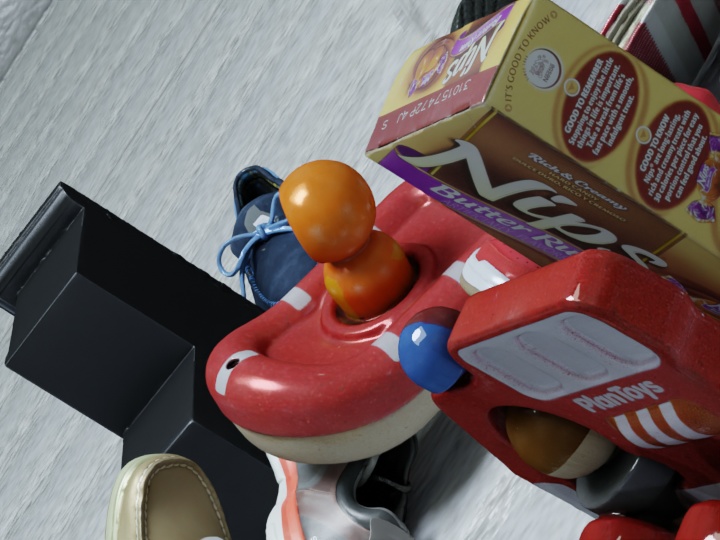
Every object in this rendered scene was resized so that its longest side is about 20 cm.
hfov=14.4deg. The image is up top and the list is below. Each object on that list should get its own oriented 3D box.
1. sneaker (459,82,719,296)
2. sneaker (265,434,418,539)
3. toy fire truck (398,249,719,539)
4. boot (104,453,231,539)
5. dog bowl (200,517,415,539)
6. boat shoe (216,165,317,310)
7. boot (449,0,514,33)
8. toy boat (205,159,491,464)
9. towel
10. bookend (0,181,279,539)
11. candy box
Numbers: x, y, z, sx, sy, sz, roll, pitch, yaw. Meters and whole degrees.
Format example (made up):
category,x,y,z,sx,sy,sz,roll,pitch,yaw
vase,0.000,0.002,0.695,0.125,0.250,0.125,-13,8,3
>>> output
category,x,y,z,sx,sy,sz,roll,pitch,yaw
sneaker,0.110,-0.032,1.267,0.113,0.071,0.200,-62,-12,15
sneaker,-0.001,0.100,1.510,0.082,0.077,0.200,-34,31,18
toy fire truck,0.104,0.052,1.087,0.113,0.168,0.200,-65,18,-19
boot,-0.057,0.176,1.406,0.155,0.072,0.201,-29,69,56
dog bowl,-0.037,0.199,1.223,0.200,0.200,0.059,-55,43,13
boat shoe,-0.057,-0.014,1.808,0.084,0.069,0.200,-40,19,-2
boot,0.050,-0.069,1.639,0.131,0.067,0.200,-53,16,39
toy boat,0.000,0.000,1.452,0.200,0.131,0.130,-44,31,-15
towel,0.129,-0.086,1.381,0.201,0.023,0.144,-60,-19,-3
bookend,-0.120,0.076,1.637,0.092,0.198,0.200,-50,20,21
candy box,0.113,-0.027,1.141,0.057,0.199,0.117,-65,18,-17
